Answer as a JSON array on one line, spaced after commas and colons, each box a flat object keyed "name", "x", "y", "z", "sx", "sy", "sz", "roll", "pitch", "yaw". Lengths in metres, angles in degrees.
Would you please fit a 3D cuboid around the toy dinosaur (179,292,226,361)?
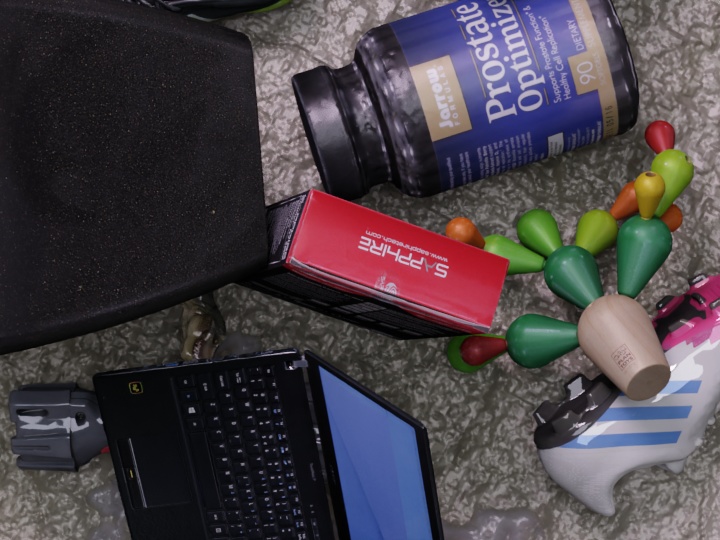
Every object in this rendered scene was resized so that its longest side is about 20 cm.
[{"name": "toy dinosaur", "x": -0.123, "y": -0.038, "z": 1.476, "sx": 0.088, "sy": 0.047, "sz": 0.201, "roll": 4, "pitch": 84, "yaw": -16}]

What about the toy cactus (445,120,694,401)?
[{"name": "toy cactus", "x": 0.139, "y": 0.008, "z": 1.432, "sx": 0.200, "sy": 0.102, "sz": 0.165, "roll": -36, "pitch": 47, "yaw": 5}]

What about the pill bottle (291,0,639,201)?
[{"name": "pill bottle", "x": 0.064, "y": -0.111, "z": 1.453, "sx": 0.199, "sy": 0.112, "sz": 0.112, "roll": -18, "pitch": 85, "yaw": -3}]

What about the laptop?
[{"name": "laptop", "x": -0.049, "y": 0.147, "z": 1.381, "sx": 0.199, "sy": 0.103, "sz": 0.178, "roll": -7, "pitch": 120, "yaw": 4}]

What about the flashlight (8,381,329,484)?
[{"name": "flashlight", "x": -0.114, "y": 0.102, "z": 1.456, "sx": 0.199, "sy": 0.068, "sz": 0.068, "roll": -1, "pitch": 95, "yaw": 3}]

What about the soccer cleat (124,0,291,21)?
[{"name": "soccer cleat", "x": -0.128, "y": -0.177, "z": 1.470, "sx": 0.199, "sy": 0.081, "sz": 0.068, "roll": -16, "pitch": 85, "yaw": -3}]

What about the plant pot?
[{"name": "plant pot", "x": -0.162, "y": -0.063, "z": 1.351, "sx": 0.177, "sy": 0.199, "sz": 0.201, "roll": -6, "pitch": 93, "yaw": -25}]

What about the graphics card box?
[{"name": "graphics card box", "x": 0.000, "y": 0.000, "z": 1.388, "sx": 0.125, "sy": 0.200, "sz": 0.051, "roll": 19, "pitch": 82, "yaw": -11}]

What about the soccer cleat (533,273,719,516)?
[{"name": "soccer cleat", "x": 0.200, "y": 0.073, "z": 1.469, "sx": 0.200, "sy": 0.070, "sz": 0.086, "roll": -37, "pitch": 107, "yaw": -6}]
